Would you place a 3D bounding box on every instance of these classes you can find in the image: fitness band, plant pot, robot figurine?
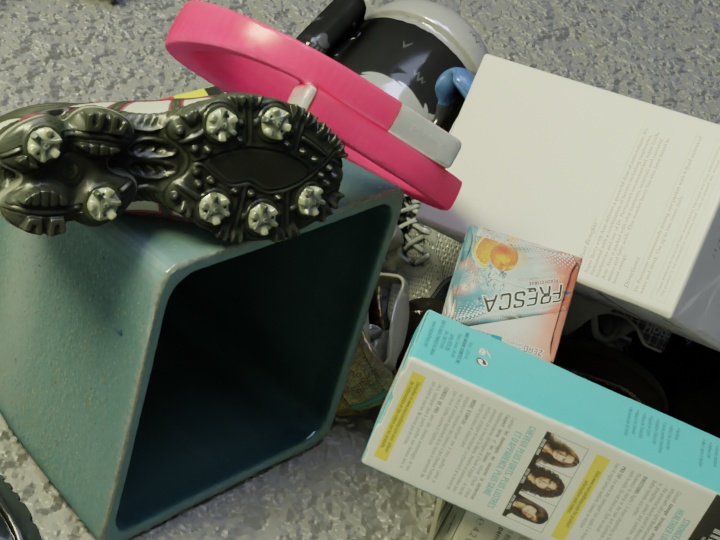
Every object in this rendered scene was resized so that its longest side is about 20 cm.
[{"bbox_3d":[-0.023,-0.092,0.975,0.200,0.038,0.143,30,-4,-34],"label":"fitness band"},{"bbox_3d":[-0.127,0.002,1.009,0.200,0.197,0.195,37,37,28],"label":"plant pot"},{"bbox_3d":[0.017,-0.117,1.278,0.124,0.151,0.200,25,56,19],"label":"robot figurine"}]

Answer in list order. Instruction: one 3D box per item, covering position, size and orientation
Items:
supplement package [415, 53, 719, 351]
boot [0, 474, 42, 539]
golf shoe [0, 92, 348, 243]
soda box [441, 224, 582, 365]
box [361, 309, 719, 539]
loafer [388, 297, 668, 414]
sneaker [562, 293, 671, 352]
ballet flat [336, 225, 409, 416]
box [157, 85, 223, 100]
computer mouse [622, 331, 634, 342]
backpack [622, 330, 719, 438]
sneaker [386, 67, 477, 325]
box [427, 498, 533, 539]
[{"bbox_3d":[0.160,-0.043,1.083,0.199,0.122,0.120,24,0,36],"label":"supplement package"},{"bbox_3d":[-0.277,0.127,0.844,0.200,0.077,0.168,37,33,31],"label":"boot"},{"bbox_3d":[-0.102,-0.062,0.873,0.199,0.078,0.088,2,15,-30],"label":"golf shoe"},{"bbox_3d":[0.085,0.025,1.010,0.068,0.064,0.200,17,-7,4],"label":"soda box"},{"bbox_3d":[0.108,0.102,0.907,0.199,0.083,0.049,24,35,1],"label":"box"},{"bbox_3d":[0.109,0.085,1.142,0.199,0.073,0.072,16,43,0],"label":"loafer"},{"bbox_3d":[0.137,0.013,1.201,0.076,0.081,0.199,12,-7,-44],"label":"sneaker"},{"bbox_3d":[0.000,0.000,1.131,0.070,0.071,0.201,8,60,-20],"label":"ballet flat"},{"bbox_3d":[-0.140,-0.078,1.172,0.199,0.050,0.075,-16,49,-17],"label":"box"},{"bbox_3d":[0.183,0.002,1.307,0.109,0.044,0.200,-20,51,-36],"label":"computer mouse"},{"bbox_3d":[0.297,0.051,1.144,0.150,0.200,0.178,-1,63,-26],"label":"backpack"},{"bbox_3d":[0.050,-0.052,1.192,0.085,0.201,0.077,27,-12,-38],"label":"sneaker"},{"bbox_3d":[0.146,0.168,1.006,0.199,0.109,0.128,23,35,-1],"label":"box"}]
